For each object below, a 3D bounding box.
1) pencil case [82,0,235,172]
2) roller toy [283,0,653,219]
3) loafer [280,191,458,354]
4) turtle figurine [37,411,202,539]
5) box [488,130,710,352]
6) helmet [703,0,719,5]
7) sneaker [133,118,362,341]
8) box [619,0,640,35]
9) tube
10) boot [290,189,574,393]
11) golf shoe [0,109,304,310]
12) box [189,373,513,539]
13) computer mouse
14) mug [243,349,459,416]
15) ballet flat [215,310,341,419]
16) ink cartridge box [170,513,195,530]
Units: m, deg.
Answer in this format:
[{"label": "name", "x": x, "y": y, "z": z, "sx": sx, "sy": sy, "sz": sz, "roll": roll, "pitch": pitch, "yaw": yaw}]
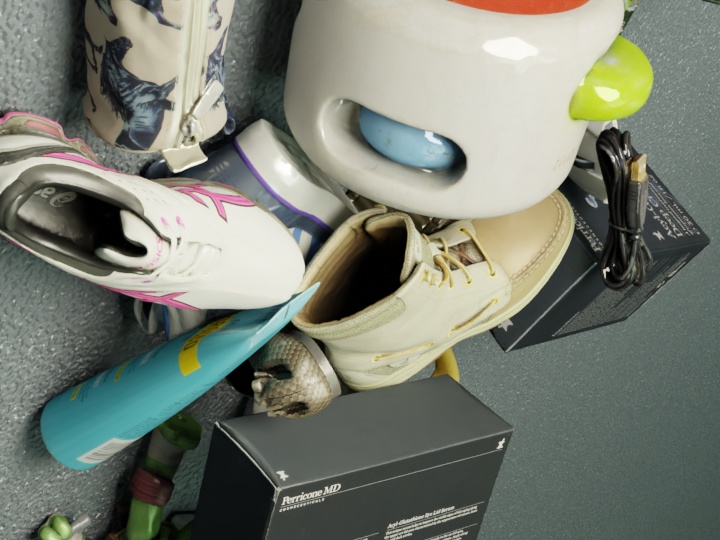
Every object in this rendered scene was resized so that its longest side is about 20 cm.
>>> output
[{"label": "pencil case", "x": -0.092, "y": -0.151, "z": 0.634, "sx": 0.078, "sy": 0.089, "sz": 0.201, "roll": -26, "pitch": 142, "yaw": -36}, {"label": "roller toy", "x": 0.049, "y": -0.124, "z": 0.772, "sx": 0.181, "sy": 0.200, "sz": 0.140, "roll": -6, "pitch": 132, "yaw": -24}, {"label": "loafer", "x": 0.000, "y": 0.000, "z": 0.962, "sx": 0.200, "sy": 0.076, "sz": 0.067, "roll": -42, "pitch": 154, "yaw": 0}, {"label": "turtle figurine", "x": -0.146, "y": 0.208, "z": 0.913, "sx": 0.195, "sy": 0.144, "sz": 0.200, "roll": -60, "pitch": 154, "yaw": 8}, {"label": "box", "x": 0.153, "y": -0.037, "z": 1.030, "sx": 0.200, "sy": 0.149, "sz": 0.107, "roll": -10, "pitch": 148, "yaw": -51}, {"label": "helmet", "x": 0.237, "y": -0.273, "z": 0.863, "sx": 0.201, "sy": 0.190, "sz": 0.200, "roll": -58, "pitch": -177, "yaw": 5}, {"label": "sneaker", "x": -0.078, "y": -0.013, "z": 0.841, "sx": 0.146, "sy": 0.081, "sz": 0.200, "roll": -39, "pitch": 161, "yaw": 7}, {"label": "box", "x": 0.134, "y": -0.192, "z": 0.963, "sx": 0.200, "sy": 0.038, "sz": 0.137, "roll": -1, "pitch": 124, "yaw": -55}, {"label": "tube", "x": -0.111, "y": 0.063, "z": 0.789, "sx": 0.199, "sy": 0.051, "sz": 0.077, "roll": -29, "pitch": -169, "yaw": 32}, {"label": "boot", "x": 0.051, "y": -0.006, "z": 0.855, "sx": 0.200, "sy": 0.072, "sz": 0.155, "roll": -37, "pitch": 157, "yaw": -1}, {"label": "golf shoe", "x": -0.111, "y": -0.013, "z": 0.686, "sx": 0.199, "sy": 0.092, "sz": 0.073, "roll": 18, "pitch": 107, "yaw": -31}, {"label": "box", "x": -0.008, "y": 0.159, "z": 0.878, "sx": 0.199, "sy": 0.079, "sz": 0.142, "roll": -7, "pitch": 125, "yaw": -39}, {"label": "computer mouse", "x": 0.155, "y": -0.083, "z": 0.923, "sx": 0.044, "sy": 0.200, "sz": 0.110, "roll": -12, "pitch": 125, "yaw": 0}, {"label": "mug", "x": -0.017, "y": 0.125, "z": 1.037, "sx": 0.153, "sy": 0.149, "sz": 0.187, "roll": 66, "pitch": 33, "yaw": -49}, {"label": "ballet flat", "x": -0.067, "y": 0.063, "z": 0.847, "sx": 0.046, "sy": 0.200, "sz": 0.068, "roll": -32, "pitch": 105, "yaw": -16}, {"label": "ink cartridge box", "x": -0.108, "y": 0.280, "z": 1.110, "sx": 0.145, "sy": 0.085, "sz": 0.200, "roll": -57, "pitch": 152, "yaw": 10}]
